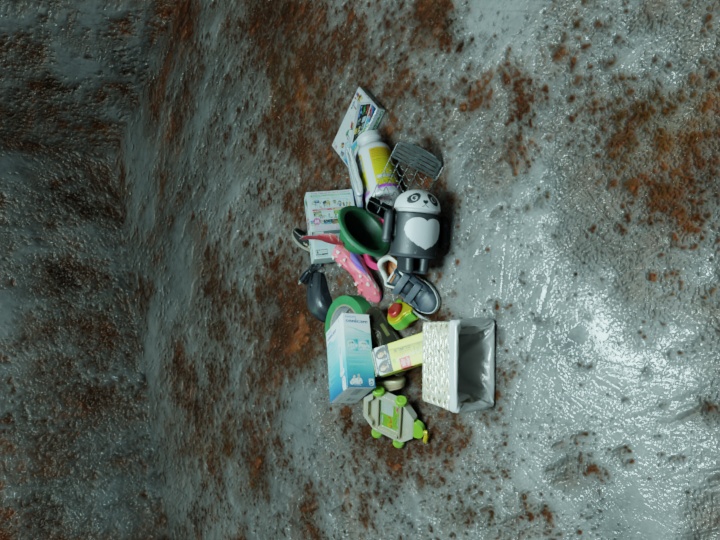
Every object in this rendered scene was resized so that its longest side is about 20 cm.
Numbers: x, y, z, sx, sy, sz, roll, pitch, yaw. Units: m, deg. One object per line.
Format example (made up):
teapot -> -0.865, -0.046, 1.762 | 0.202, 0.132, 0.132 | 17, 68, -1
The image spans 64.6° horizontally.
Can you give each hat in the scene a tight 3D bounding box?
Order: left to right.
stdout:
hat -> -0.035, -0.062, 1.569 | 0.177, 0.162, 0.203 | -50, 50, 36

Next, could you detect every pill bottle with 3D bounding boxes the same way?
pill bottle -> 0.045, -0.282, 1.583 | 0.103, 0.102, 0.206 | -31, 64, 44

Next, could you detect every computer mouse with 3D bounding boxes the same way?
computer mouse -> -0.149, 0.072, 1.839 | 0.138, 0.052, 0.204 | -42, 57, 40

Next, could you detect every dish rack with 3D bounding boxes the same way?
dish rack -> 0.116, -0.219, 1.466 | 0.055, 0.150, 0.203 | -87, 22, -63

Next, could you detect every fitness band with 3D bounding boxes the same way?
fitness band -> 0.078, -0.072, 1.586 | 0.197, 0.037, 0.149 | 5, 89, 50

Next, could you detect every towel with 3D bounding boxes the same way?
towel -> -0.009, -0.236, 1.620 | 0.201, 0.023, 0.151 | 79, 178, -70

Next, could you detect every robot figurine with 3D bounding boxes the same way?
robot figurine -> 0.136, -0.095, 1.404 | 0.122, 0.149, 0.207 | 6, 92, 31

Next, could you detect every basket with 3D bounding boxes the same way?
basket -> 0.224, 0.211, 1.316 | 0.122, 0.133, 0.207 | -1, 87, 54

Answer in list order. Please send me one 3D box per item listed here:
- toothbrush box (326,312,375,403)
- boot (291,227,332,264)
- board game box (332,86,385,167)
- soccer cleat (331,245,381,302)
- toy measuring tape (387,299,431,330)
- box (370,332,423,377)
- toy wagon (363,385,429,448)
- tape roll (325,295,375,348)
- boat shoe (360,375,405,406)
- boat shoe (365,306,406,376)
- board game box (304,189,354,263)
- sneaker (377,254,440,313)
toothbrush box -> -0.030, 0.237, 1.533 | 0.147, 0.083, 0.205 | 127, 142, -54
boot -> -0.137, -0.129, 1.820 | 0.199, 0.072, 0.154 | 40, 119, 40
board game box -> -0.010, -0.426, 1.710 | 0.127, 0.034, 0.203 | 56, 128, 37
soccer cleat -> 0.000, 0.000, 1.622 | 0.201, 0.076, 0.067 | 48, 138, -2
toy measuring tape -> 0.121, 0.131, 1.474 | 0.199, 0.072, 0.076 | 31, 112, 62
box -> 0.125, 0.210, 1.446 | 0.196, 0.050, 0.077 | -20, 71, 24
toy wagon -> 0.096, 0.392, 1.497 | 0.195, 0.039, 0.159 | 18, 124, 26
tape roll -> -0.031, 0.178, 1.693 | 0.198, 0.047, 0.207 | -4, 85, 50
boat shoe -> 0.061, 0.332, 1.562 | 0.199, 0.070, 0.066 | -29, 74, 53
boat shoe -> 0.072, 0.199, 1.563 | 0.077, 0.070, 0.204 | 102, 147, -64
board game box -> -0.084, -0.132, 1.695 | 0.064, 0.143, 0.206 | 134, 130, -72
sneaker -> 0.117, 0.038, 1.469 | 0.200, 0.079, 0.079 | 44, 113, 26
